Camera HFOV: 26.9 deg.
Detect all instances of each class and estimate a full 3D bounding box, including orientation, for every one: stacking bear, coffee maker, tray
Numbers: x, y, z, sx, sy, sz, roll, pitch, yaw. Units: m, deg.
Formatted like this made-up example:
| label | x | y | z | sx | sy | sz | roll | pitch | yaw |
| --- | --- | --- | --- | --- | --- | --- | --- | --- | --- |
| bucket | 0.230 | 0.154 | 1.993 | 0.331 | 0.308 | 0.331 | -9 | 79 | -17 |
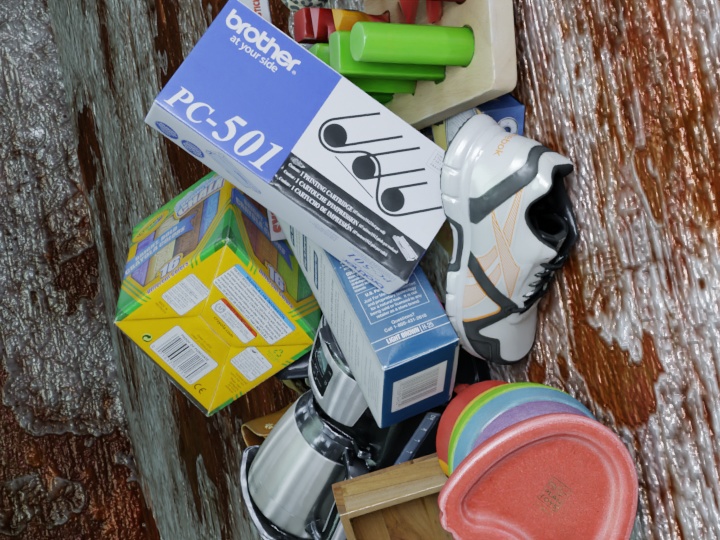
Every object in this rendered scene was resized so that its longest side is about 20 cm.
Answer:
| label | x | y | z | sx | sy | sz | roll | pitch | yaw |
| --- | --- | --- | --- | --- | --- | --- | --- | --- | --- |
| stacking bear | 0.104 | 0.127 | 1.013 | 0.121 | 0.114 | 0.200 | 39 | -179 | -12 |
| coffee maker | 0.020 | 0.121 | 1.209 | 0.135 | 0.192 | 0.200 | 52 | 130 | 27 |
| tray | 0.048 | 0.226 | 1.166 | 0.037 | 0.098 | 0.200 | -108 | 2 | -51 |

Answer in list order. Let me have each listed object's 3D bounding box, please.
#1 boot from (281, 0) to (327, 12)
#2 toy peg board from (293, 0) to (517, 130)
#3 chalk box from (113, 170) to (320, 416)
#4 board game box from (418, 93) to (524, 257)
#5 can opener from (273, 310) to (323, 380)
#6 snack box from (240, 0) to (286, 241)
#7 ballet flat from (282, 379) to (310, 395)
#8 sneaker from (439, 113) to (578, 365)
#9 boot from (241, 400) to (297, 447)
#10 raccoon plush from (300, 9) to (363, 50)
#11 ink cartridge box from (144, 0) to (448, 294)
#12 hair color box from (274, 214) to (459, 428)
| label | x | y | z | sx | sy | sz | roll | pitch | yaw |
| --- | --- | --- | --- | --- | --- | --- | --- | --- | --- |
| boot | -0.061 | -0.340 | 1.312 | 0.154 | 0.073 | 0.204 | 109 | 146 | -61 |
| toy peg board | 0.014 | -0.205 | 1.041 | 0.200 | 0.097 | 0.200 | 167 | 101 | -66 |
| chalk box | -0.114 | -0.002 | 1.269 | 0.124 | 0.124 | 0.200 | 48 | -160 | -25 |
| board game box | 0.061 | -0.098 | 1.130 | 0.200 | 0.034 | 0.136 | -126 | 31 | -54 |
| can opener | -0.052 | 0.047 | 1.315 | 0.200 | 0.078 | 0.064 | -137 | 48 | -72 |
| snack box | -0.070 | -0.115 | 1.161 | 0.200 | 0.024 | 0.072 | 87 | 175 | -50 |
| ballet flat | -0.067 | 0.064 | 1.524 | 0.063 | 0.069 | 0.200 | 48 | 170 | 41 |
| sneaker | 0.102 | -0.006 | 0.999 | 0.080 | 0.074 | 0.200 | 21 | 141 | 29 |
| boot | -0.044 | 0.129 | 1.403 | 0.201 | 0.144 | 0.071 | -128 | 33 | -56 |
| raccoon plush | -0.007 | -0.119 | 1.239 | 0.134 | 0.096 | 0.201 | 121 | 136 | -57 |
| ink cartridge box | -0.032 | -0.081 | 0.992 | 0.200 | 0.094 | 0.044 | 36 | 161 | -6 |
| hair color box | 0.000 | 0.000 | 1.075 | 0.100 | 0.060 | 0.200 | 93 | 153 | -60 |
